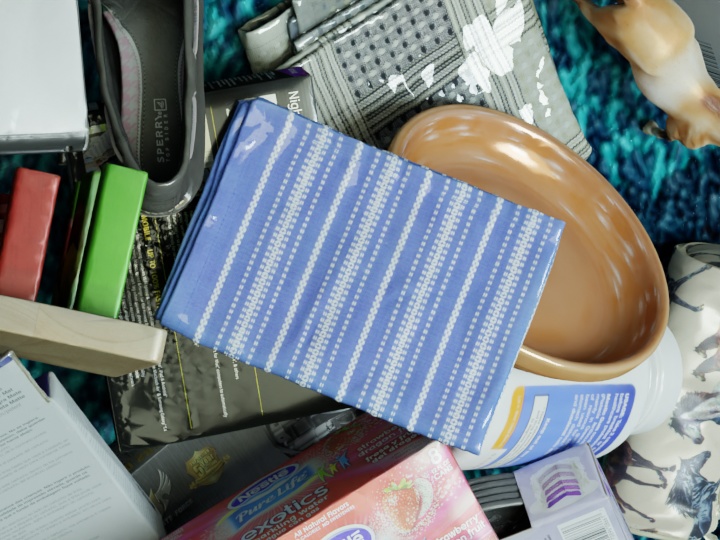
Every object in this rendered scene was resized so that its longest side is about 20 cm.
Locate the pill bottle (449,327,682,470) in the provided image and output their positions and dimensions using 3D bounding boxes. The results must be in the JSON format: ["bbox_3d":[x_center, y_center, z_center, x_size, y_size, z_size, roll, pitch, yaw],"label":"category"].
[{"bbox_3d":[0.109,0.065,1.631,0.199,0.112,0.113,1,106,-46],"label":"pill bottle"}]

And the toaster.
[{"bbox_3d":[-0.257,-0.121,1.373,0.199,0.181,0.120,-4,102,-24],"label":"toaster"}]

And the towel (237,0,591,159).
[{"bbox_3d":[0.038,-0.106,1.604,0.192,0.035,0.201,-31,116,-14],"label":"towel"}]

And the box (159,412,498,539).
[{"bbox_3d":[-0.027,0.171,1.497,0.199,0.095,0.100,-32,110,-7],"label":"box"}]

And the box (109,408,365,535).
[{"bbox_3d":[-0.062,0.135,1.621,0.200,0.048,0.159,-38,119,-11],"label":"box"}]

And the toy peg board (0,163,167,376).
[{"bbox_3d":[-0.205,-0.013,1.388,0.198,0.200,0.098,12,83,-11],"label":"toy peg board"}]

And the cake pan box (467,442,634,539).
[{"bbox_3d":[0.088,0.205,1.644,0.183,0.052,0.200,-24,138,6],"label":"cake pan box"}]

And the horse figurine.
[{"bbox_3d":[0.182,-0.132,1.610,0.050,0.132,0.200,-40,118,-8],"label":"horse figurine"}]

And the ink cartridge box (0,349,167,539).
[{"bbox_3d":[-0.236,0.139,1.484,0.199,0.041,0.200,-27,133,4],"label":"ink cartridge box"}]

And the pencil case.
[{"bbox_3d":[0.221,0.079,1.725,0.089,0.078,0.201,15,99,-13],"label":"pencil case"}]

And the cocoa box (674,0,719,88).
[{"bbox_3d":[0.267,-0.205,1.628,0.131,0.133,0.201,-31,116,-16],"label":"cocoa box"}]

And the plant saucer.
[{"bbox_3d":[0.093,-0.011,1.559,0.199,0.201,0.037,14,134,-29],"label":"plant saucer"}]

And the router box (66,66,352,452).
[{"bbox_3d":[-0.087,-0.007,1.526,0.148,0.051,0.201,-10,100,-6],"label":"router box"}]

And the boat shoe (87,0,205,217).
[{"bbox_3d":[-0.117,-0.131,1.460,0.066,0.057,0.201,-6,81,-7],"label":"boat shoe"}]

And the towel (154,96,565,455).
[{"bbox_3d":[0.000,0.000,1.461,0.199,0.024,0.146,22,78,3],"label":"towel"}]
